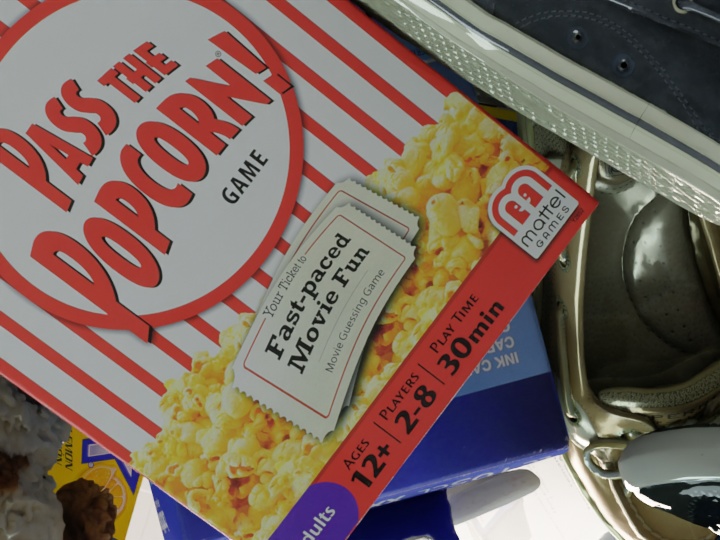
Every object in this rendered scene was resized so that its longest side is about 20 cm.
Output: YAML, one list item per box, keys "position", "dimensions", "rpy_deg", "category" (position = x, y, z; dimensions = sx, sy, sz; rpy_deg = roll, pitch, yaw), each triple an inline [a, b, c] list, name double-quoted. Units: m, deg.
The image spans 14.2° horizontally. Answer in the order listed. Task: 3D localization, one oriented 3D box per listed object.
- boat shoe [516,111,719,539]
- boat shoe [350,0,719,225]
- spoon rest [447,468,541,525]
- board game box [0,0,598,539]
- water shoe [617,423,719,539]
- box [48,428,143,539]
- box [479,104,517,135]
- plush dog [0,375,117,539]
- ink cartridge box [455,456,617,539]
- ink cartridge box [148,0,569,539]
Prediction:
- position: [0.095, 0.015, 0.960]
  dimensions: [0.073, 0.202, 0.063]
  rpy_deg: [-11, -155, -6]
  category: "boat shoe"
- position: [0.044, -0.086, 0.838]
  dimensions: [0.199, 0.062, 0.075]
  rpy_deg: [32, 178, 8]
  category: "boat shoe"
- position: [0.000, 0.000, 1.049]
  dimensions: [0.099, 0.201, 0.061]
  rpy_deg: [-19, 169, -19]
  category: "spoon rest"
- position: [-0.051, -0.022, 0.872]
  dimensions: [0.200, 0.152, 0.046]
  rpy_deg: [37, 180, -18]
  category: "board game box"
- position: [0.176, 0.103, 0.932]
  dimensions: [0.199, 0.080, 0.072]
  rpy_deg: [15, 172, -5]
  category: "water shoe"
- position: [-0.124, 0.069, 1.273]
  dimensions: [0.064, 0.201, 0.070]
  rpy_deg: [18, 170, -9]
  category: "box"
- position: [0.054, -0.011, 1.184]
  dimensions: [0.064, 0.071, 0.200]
  rpy_deg: [12, 170, 11]
  category: "box"
- position: [-0.158, 0.041, 0.994]
  dimensions: [0.160, 0.173, 0.200]
  rpy_deg: [-30, 153, 16]
  category: "plush dog"
- position: [0.112, 0.056, 1.136]
  dimensions: [0.145, 0.088, 0.200]
  rpy_deg: [-26, 170, -18]
  category: "ink cartridge box"
- position: [-0.015, 0.013, 0.969]
  dimensions: [0.135, 0.201, 0.076]
  rpy_deg: [-15, 177, -9]
  category: "ink cartridge box"
